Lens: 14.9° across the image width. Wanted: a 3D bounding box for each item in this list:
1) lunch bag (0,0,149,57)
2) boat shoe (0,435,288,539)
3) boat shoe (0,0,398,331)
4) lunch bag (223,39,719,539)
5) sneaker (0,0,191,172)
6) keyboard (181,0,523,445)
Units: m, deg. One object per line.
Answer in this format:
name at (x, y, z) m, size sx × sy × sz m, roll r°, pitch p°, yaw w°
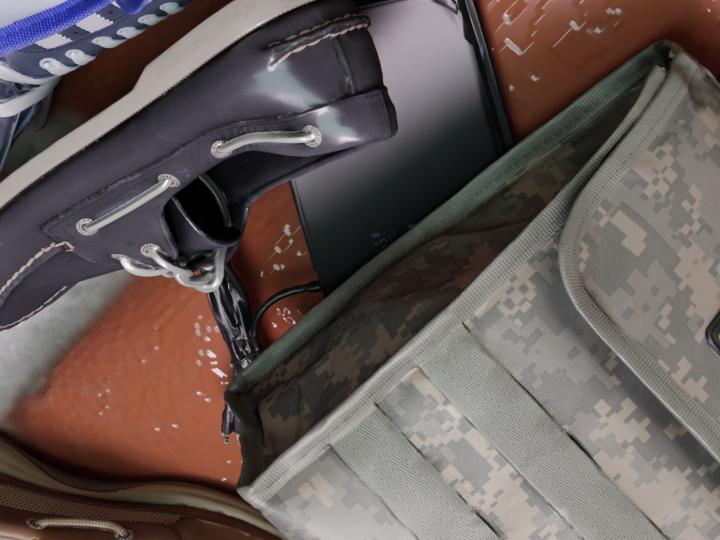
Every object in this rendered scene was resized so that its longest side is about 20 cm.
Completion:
lunch bag at (-0.127, -0.150, 0.790) m, size 0.200 × 0.170 × 0.124 m, roll -21°, pitch 155°, yaw 22°
boat shoe at (-0.103, 0.116, 0.998) m, size 0.200 × 0.074 × 0.076 m, roll 15°, pitch 121°, yaw 2°
boat shoe at (-0.065, -0.021, 0.890) m, size 0.200 × 0.073 × 0.063 m, roll -36°, pitch 81°, yaw 35°
lunch bag at (0.084, 0.045, 0.892) m, size 0.200 × 0.118 × 0.164 m, roll -42°, pitch 107°, yaw 7°
sneaker at (-0.089, -0.083, 0.886) m, size 0.200 × 0.070 × 0.109 m, roll -1°, pitch 115°, yaw 18°
keyboard at (0.000, 0.000, 0.946) m, size 0.127 × 0.021 × 0.200 m, roll -11°, pitch 116°, yaw 10°
